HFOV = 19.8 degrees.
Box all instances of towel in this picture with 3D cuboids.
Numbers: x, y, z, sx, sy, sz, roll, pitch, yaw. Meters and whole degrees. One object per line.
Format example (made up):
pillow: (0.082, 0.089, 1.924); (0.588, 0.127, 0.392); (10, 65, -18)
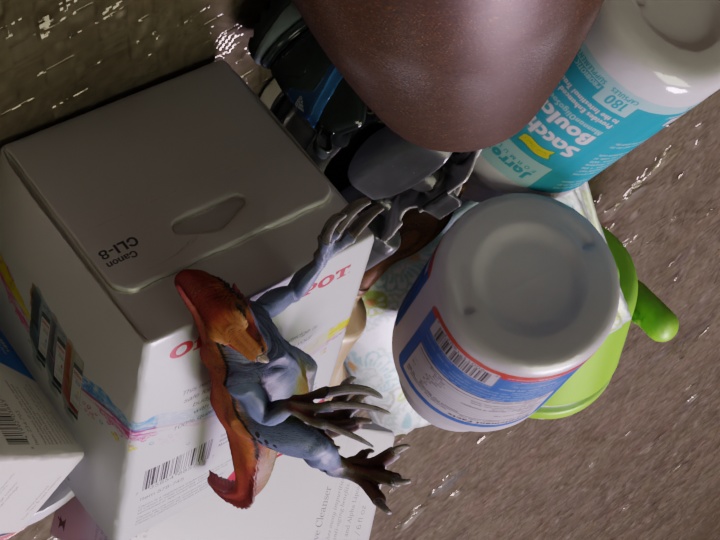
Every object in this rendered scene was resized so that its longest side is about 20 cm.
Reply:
towel: (0.076, 0.015, 1.391); (0.200, 0.048, 0.171); (-26, 129, -1)

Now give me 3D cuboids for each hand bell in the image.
hand bell: (0.000, 0.000, 1.249); (0.104, 0.104, 0.200); (-13, 155, -47)

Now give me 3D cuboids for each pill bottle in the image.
pill bottle: (0.080, 0.035, 1.261); (0.112, 0.112, 0.200); (-32, 171, -17)
pill bottle: (0.120, -0.110, 1.188); (0.111, 0.111, 0.200); (-20, 169, -38)

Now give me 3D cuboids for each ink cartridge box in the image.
ink cartridge box: (-0.104, 0.017, 1.113); (0.145, 0.145, 0.200); (-26, 153, -29)
ink cartridge box: (-0.247, 0.074, 1.039); (0.067, 0.116, 0.200); (-47, 155, 20)

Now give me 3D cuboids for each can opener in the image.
can opener: (-0.004, -0.034, 1.166); (0.066, 0.053, 0.200); (30, 136, -24)

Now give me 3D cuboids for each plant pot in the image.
plant pot: (0.042, -0.149, 0.963); (0.187, 0.187, 0.200); (-34, 153, -14)

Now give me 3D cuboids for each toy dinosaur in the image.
toy dinosaur: (-0.050, 0.061, 0.996); (0.200, 0.105, 0.181); (-37, 137, 22)

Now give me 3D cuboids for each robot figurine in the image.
robot figurine: (0.144, 0.035, 1.551); (0.175, 0.116, 0.200); (-16, 150, -14)

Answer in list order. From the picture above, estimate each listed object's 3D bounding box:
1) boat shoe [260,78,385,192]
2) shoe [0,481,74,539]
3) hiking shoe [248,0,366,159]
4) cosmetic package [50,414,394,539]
boat shoe: (0.003, -0.066, 1.233); (0.074, 0.063, 0.201); (-44, 158, 4)
shoe: (-0.260, 0.158, 1.238); (0.200, 0.072, 0.091); (-21, 153, -25)
hiking shoe: (0.039, -0.134, 1.113); (0.200, 0.087, 0.074); (-29, 172, -17)
cosmetic package: (-0.087, 0.134, 1.317); (0.200, 0.081, 0.113); (8, 97, -40)
